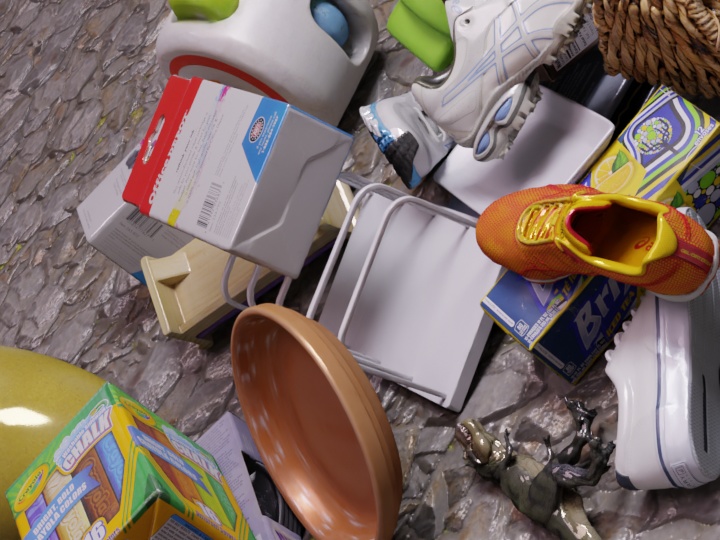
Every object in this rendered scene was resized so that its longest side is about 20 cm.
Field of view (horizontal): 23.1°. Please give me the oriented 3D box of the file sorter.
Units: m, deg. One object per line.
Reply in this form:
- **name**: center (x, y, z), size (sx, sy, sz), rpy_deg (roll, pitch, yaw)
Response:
- **file sorter**: center (0.000, 0.000, 1.341), size (0.200, 0.124, 0.140), rpy_deg (22, 91, 56)

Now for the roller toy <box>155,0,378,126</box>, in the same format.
- **roller toy**: center (-0.082, -0.212, 1.610), size (0.141, 0.181, 0.200), rpy_deg (-64, 0, -18)

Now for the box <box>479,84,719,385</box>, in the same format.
- **box**: center (0.178, -0.023, 1.218), size (0.200, 0.070, 0.064), rpy_deg (-50, 46, 3)

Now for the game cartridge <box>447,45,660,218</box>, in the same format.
- **game cartridge**: center (0.151, -0.108, 1.368), size (0.133, 0.040, 0.201), rpy_deg (20, 75, 52)

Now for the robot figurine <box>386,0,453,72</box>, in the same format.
- **robot figurine**: center (0.104, -0.265, 1.471), size (0.116, 0.175, 0.201), rpy_deg (44, 117, 26)

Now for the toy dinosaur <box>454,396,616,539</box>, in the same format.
- **toy dinosaur**: center (0.132, 0.137, 1.156), size (0.089, 0.047, 0.200), rpy_deg (-61, 32, 13)

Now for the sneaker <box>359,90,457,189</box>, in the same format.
- **sneaker**: center (0.055, -0.122, 1.411), size (0.086, 0.075, 0.200), rpy_deg (-30, 7, 10)

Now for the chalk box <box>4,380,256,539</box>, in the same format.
- **chalk box**: center (-0.174, 0.181, 1.320), size (0.124, 0.125, 0.200), rpy_deg (-46, 35, 7)

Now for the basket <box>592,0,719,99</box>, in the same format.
- **basket**: center (0.259, -0.231, 1.212), size (0.148, 0.143, 0.201), rpy_deg (17, 68, 21)

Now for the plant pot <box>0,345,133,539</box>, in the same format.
- **plant pot**: center (-0.262, 0.160, 1.499), size (0.141, 0.201, 0.201), rpy_deg (-3, 52, 18)

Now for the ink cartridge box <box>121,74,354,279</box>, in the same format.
- **ink cartridge box**: center (-0.100, -0.077, 1.350), size (0.200, 0.067, 0.117), rpy_deg (23, 90, 56)

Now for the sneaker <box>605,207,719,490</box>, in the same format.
- **sneaker**: center (0.192, 0.048, 1.138), size (0.070, 0.073, 0.201), rpy_deg (-15, 49, 32)

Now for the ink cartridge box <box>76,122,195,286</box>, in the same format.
- **ink cartridge box**: center (-0.151, -0.080, 1.628), size (0.200, 0.115, 0.068), rpy_deg (-44, 35, 11)

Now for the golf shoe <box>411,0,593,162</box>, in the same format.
- **golf shoe**: center (0.108, -0.179, 1.249), size (0.201, 0.097, 0.078), rpy_deg (-58, -4, 19)

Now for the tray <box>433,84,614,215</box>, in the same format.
- **tray**: center (0.122, -0.082, 1.301), size (0.108, 0.022, 0.200), rpy_deg (-50, 22, 3)

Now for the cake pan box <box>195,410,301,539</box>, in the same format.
- **cake pan box**: center (-0.133, 0.232, 1.378), size (0.200, 0.052, 0.185), rpy_deg (-45, 36, 11)

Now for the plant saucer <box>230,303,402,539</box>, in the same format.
- **plant saucer**: center (-0.028, 0.113, 1.265), size (0.037, 0.202, 0.200), rpy_deg (-24, 24, -25)

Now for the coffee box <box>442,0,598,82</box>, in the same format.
- **coffee box**: center (0.174, -0.239, 1.364), size (0.200, 0.080, 0.113), rpy_deg (-40, 24, -13)

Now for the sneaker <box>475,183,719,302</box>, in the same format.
- **sneaker**: center (0.142, -0.030, 1.135), size (0.199, 0.077, 0.074), rpy_deg (6, 73, 51)

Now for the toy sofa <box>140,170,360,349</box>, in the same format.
- **toy sofa**: center (-0.087, -0.016, 1.539), size (0.199, 0.097, 0.083), rpy_deg (-35, 62, 24)
